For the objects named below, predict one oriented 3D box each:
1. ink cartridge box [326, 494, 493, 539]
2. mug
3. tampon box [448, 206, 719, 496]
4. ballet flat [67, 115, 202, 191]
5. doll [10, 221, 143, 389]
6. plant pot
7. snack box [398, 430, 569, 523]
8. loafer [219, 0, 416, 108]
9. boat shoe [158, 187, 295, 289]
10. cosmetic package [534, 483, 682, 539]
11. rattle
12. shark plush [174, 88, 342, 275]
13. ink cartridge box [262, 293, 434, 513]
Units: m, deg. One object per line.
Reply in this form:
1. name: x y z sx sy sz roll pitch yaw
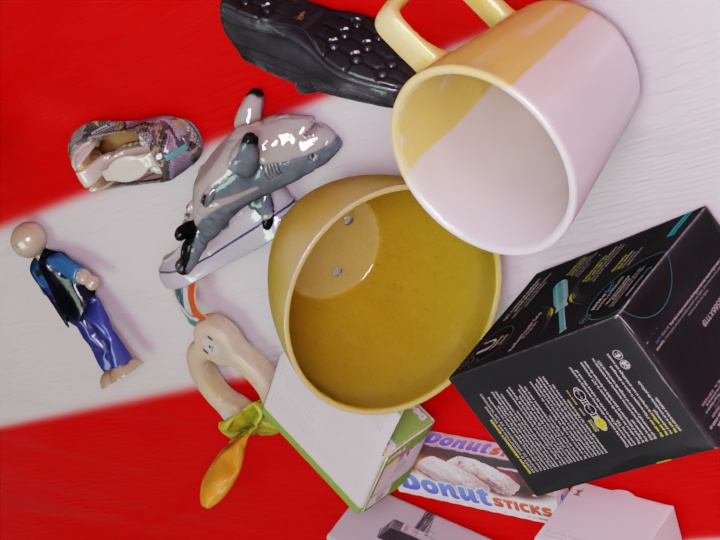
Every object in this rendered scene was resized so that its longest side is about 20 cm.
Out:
1. ink cartridge box: 0.071 0.327 1.689 0.199 0.084 0.145 20 138 29
2. mug: 0.116 -0.130 1.159 0.149 0.153 0.188 2 126 42
3. tampon box: 0.199 0.066 1.268 0.127 0.150 0.199 52 143 -10
4. ballet flat: -0.236 -0.108 1.582 0.199 0.072 0.072 -5 121 46
5. doll: -0.313 0.031 1.800 0.201 0.048 0.136 56 151 -4
6. plant pot: 0.000 0.000 1.388 0.142 0.199 0.201 41 155 56
7. snack box: 0.110 0.195 1.577 0.199 0.024 0.072 6 127 40
8. loafer: -0.030 -0.174 1.331 0.200 0.068 0.071 27 148 30
9. boat shoe: -0.133 -0.042 1.555 0.199 0.074 0.066 -26 101 41
10. cosmetic package: 0.243 0.302 1.505 0.107 0.085 0.201 8 131 41
11. rattle: -0.167 0.113 1.674 0.130 0.143 0.201 27 150 51
12. shark plush: -0.104 -0.062 1.448 0.083 0.091 0.201 31 108 -20
13. ink cartridge box: -0.002 0.108 1.541 0.148 0.075 0.201 44 140 20
